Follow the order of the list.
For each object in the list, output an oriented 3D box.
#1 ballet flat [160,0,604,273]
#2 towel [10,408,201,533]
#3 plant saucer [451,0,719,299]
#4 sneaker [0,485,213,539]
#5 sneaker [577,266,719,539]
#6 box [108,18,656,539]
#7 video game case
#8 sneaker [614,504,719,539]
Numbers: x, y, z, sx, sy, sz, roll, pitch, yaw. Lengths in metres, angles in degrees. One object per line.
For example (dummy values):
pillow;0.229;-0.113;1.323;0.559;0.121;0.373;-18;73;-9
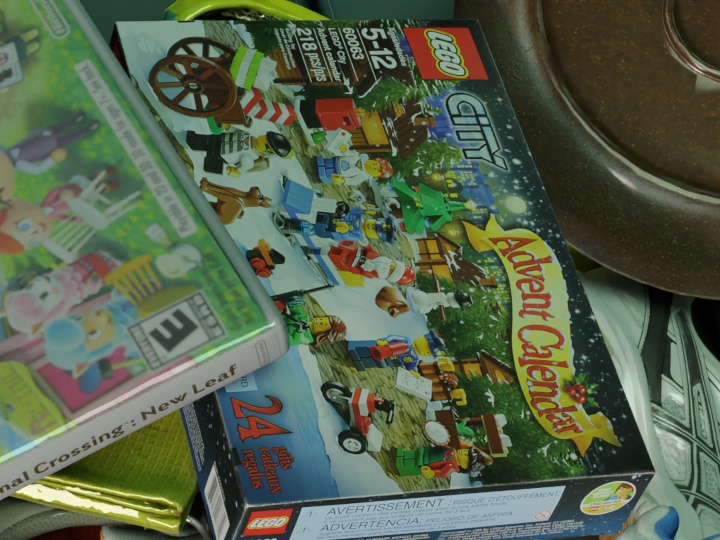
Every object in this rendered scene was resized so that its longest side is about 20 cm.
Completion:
ballet flat;0.012;-0.051;0.898;0.200;0.067;0.067;27;91;1
towel;-0.142;0.024;0.768;0.200;0.018;0.086;14;54;4
plant saucer;0.135;-0.087;0.882;0.200;0.034;0.200;3;68;-7
sneaker;-0.055;0.094;0.791;0.200;0.079;0.074;-9;100;-24
sneaker;0.126;0.082;0.860;0.088;0.076;0.200;-13;69;-20
box;0.000;0.000;0.784;0.137;0.038;0.200;-3;52;-20
video game case;-0.146;-0.009;0.745;0.182;0.022;0.200;-27;56;-11
sneaker;0.158;0.146;0.744;0.200;0.081;0.146;15;75;13
